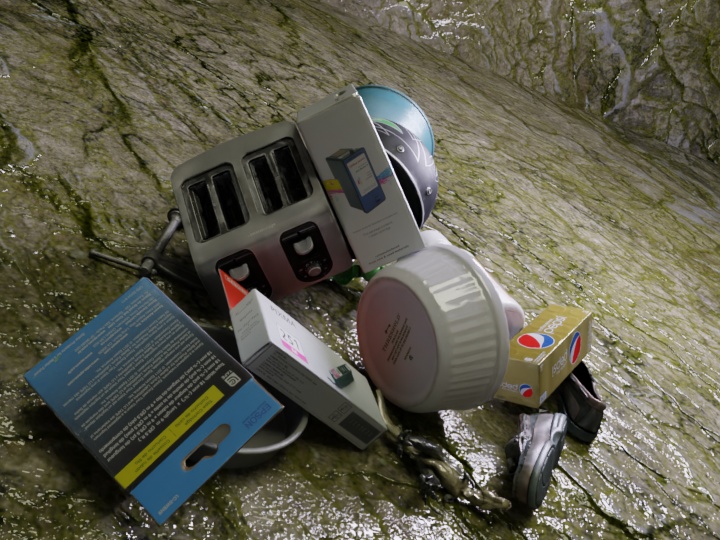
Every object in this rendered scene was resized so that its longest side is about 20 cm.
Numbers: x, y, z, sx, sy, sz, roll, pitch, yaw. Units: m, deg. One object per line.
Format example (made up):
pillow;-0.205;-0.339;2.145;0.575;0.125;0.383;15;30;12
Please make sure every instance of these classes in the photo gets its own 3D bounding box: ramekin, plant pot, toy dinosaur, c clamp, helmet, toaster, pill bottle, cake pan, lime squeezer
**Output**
ramekin;0.077;0.076;1.052;0.093;0.205;0.202;-13;44;-36
plant pot;0.006;-0.175;1.465;0.198;0.201;0.189;26;41;2
toy dinosaur;0.073;0.206;0.958;0.200;0.048;0.088;42;11;17
c clamp;-0.234;-0.033;1.148;0.169;0.027;0.201;25;26;-2
helmet;0.013;-0.124;1.262;0.188;0.202;0.201;-24;41;-7
toaster;-0.123;-0.069;1.084;0.178;0.119;0.202;-21;56;-1
pill bottle;0.136;0.035;1.264;0.113;0.115;0.200;5;33;-37
cake pan;-0.151;0.129;0.912;0.198;0.037;0.201;22;26;-11
lime squeezer;0.000;0.000;1.247;0.196;0.038;0.071;-2;-9;-6

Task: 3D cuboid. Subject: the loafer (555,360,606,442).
loafer;0.313;0.160;1.253;0.071;0.063;0.201;22;26;-11

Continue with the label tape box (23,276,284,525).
label tape box;-0.181;0.121;0.791;0.199;0.064;0.144;38;66;24

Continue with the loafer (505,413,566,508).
loafer;0.198;0.219;1.037;0.062;0.073;0.200;10;14;20

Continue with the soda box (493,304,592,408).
soda box;0.253;0.112;1.208;0.067;0.065;0.199;9;22;33

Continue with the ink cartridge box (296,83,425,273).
ink cartridge box;-0.003;-0.117;1.090;0.086;0.202;0.146;-22;16;2

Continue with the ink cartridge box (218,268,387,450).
ink cartridge box;-0.065;0.086;0.973;0.200;0.043;0.174;42;14;-36
